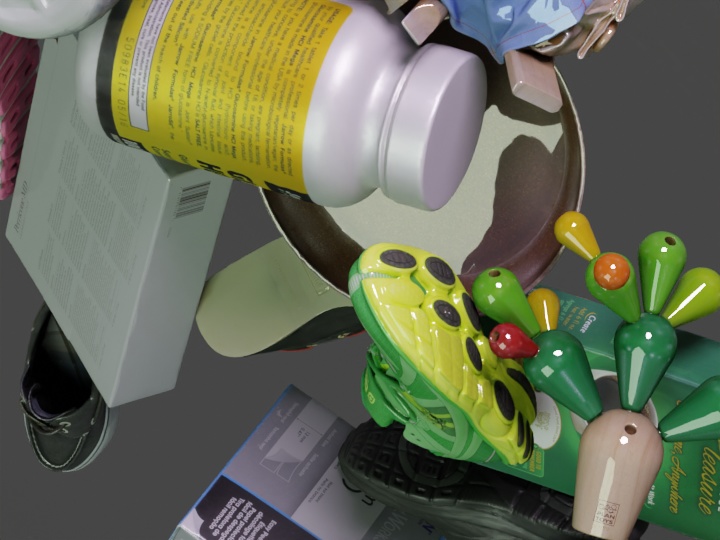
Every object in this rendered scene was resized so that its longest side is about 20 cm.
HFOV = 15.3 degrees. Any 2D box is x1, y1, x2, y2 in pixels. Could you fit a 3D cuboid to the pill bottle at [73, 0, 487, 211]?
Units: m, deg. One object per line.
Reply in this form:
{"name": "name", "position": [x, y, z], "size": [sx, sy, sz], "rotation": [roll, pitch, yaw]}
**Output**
{"name": "pill bottle", "position": [-0.041, -0.098, 1.409], "size": [0.200, 0.112, 0.113], "rotation": [18, 132, 19]}

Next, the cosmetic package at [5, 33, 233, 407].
{"name": "cosmetic package", "position": [-0.145, -0.041, 1.580], "size": [0.151, 0.052, 0.200], "rotation": [54, 144, 29]}

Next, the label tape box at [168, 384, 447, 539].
{"name": "label tape box", "position": [-0.004, 0.182, 1.646], "size": [0.200, 0.143, 0.066], "rotation": [33, 137, 7]}

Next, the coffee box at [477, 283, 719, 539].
{"name": "coffee box", "position": [0.146, 0.080, 1.536], "size": [0.200, 0.044, 0.123], "rotation": [17, 133, 22]}

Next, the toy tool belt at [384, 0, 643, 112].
{"name": "toy tool belt", "position": [0.050, -0.177, 1.335], "size": [0.200, 0.123, 0.125], "rotation": [45, 136, -5]}

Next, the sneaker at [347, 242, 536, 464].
{"name": "sneaker", "position": [0.033, 0.057, 1.455], "size": [0.083, 0.074, 0.200], "rotation": [-11, 145, 19]}

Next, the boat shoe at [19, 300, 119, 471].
{"name": "boat shoe", "position": [-0.191, 0.072, 1.738], "size": [0.070, 0.066, 0.200], "rotation": [32, 136, 8]}

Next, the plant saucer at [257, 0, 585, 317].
{"name": "plant saucer", "position": [0.033, -0.070, 1.467], "size": [0.200, 0.032, 0.201], "rotation": [8, 112, 22]}

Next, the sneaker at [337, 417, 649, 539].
{"name": "sneaker", "position": [0.077, 0.149, 1.619], "size": [0.200, 0.076, 0.091], "rotation": [19, 137, 22]}

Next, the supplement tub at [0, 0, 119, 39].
{"name": "supplement tub", "position": [-0.129, -0.215, 1.366], "size": [0.122, 0.200, 0.123], "rotation": [18, 132, 21]}

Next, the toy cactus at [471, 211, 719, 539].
{"name": "toy cactus", "position": [0.152, 0.062, 1.418], "size": [0.199, 0.102, 0.165], "rotation": [13, 93, -10]}

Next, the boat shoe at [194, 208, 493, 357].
{"name": "boat shoe", "position": [-0.001, -0.003, 1.558], "size": [0.201, 0.063, 0.074], "rotation": [-22, 84, 29]}

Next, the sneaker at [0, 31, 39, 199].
{"name": "sneaker", "position": [-0.240, -0.130, 1.601], "size": [0.087, 0.074, 0.200], "rotation": [19, 138, 12]}
